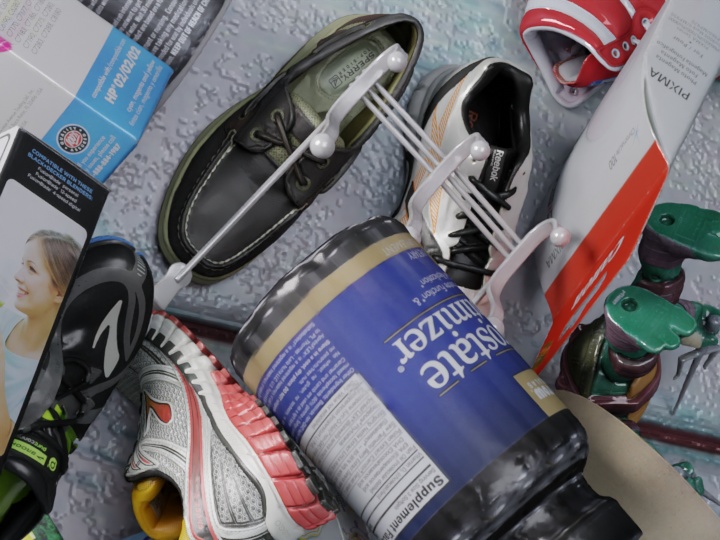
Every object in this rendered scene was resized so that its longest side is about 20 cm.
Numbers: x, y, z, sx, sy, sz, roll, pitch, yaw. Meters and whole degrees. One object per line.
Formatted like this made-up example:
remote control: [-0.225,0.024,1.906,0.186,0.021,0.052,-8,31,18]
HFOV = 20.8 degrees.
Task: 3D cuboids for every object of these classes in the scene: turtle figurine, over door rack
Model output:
turtle figurine: [0.159,0.061,1.092,0.100,0.200,0.150,4,53,5]
over door rack: [0.000,0.000,1.047,0.200,0.067,0.148,-45,103,-5]

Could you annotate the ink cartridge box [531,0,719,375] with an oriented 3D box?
ink cartridge box: [0.133,-0.045,1.088,0.057,0.163,0.200,34,53,3]

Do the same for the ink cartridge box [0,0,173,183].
ink cartridge box: [-0.211,-0.108,0.990,0.200,0.115,0.068,35,40,-15]

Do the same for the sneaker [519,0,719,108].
sneaker: [0.188,-0.136,1.207,0.199,0.071,0.113,25,65,-9]

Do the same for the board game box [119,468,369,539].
board game box: [-0.041,0.214,0.990,0.034,0.134,0.201,8,62,-66]

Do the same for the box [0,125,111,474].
box: [-0.202,0.040,0.921,0.060,0.116,0.201,37,56,-30]

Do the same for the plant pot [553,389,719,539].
plant pot: [0.092,0.198,1.044,0.200,0.187,0.188,-40,95,-12]

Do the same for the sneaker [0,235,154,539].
sneaker: [-0.157,0.077,0.953,0.071,0.083,0.200,36,84,-30]

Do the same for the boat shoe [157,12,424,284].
boat shoe: [-0.036,-0.077,1.098,0.072,0.066,0.201,45,65,-10]

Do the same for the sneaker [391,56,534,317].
sneaker: [0.057,-0.031,1.122,0.073,0.080,0.201,11,76,-24]

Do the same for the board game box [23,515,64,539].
board game box: [-0.201,0.155,0.998,0.105,0.023,0.200,-34,93,-28]

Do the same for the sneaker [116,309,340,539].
sneaker: [-0.090,0.085,0.975,0.082,0.200,0.078,-38,121,-8]

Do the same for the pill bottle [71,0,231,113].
pill bottle: [-0.171,-0.174,1.039,0.200,0.106,0.107,34,67,-13]

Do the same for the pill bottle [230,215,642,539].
pill bottle: [0.038,0.080,0.950,0.112,0.112,0.200,-36,76,-26]
